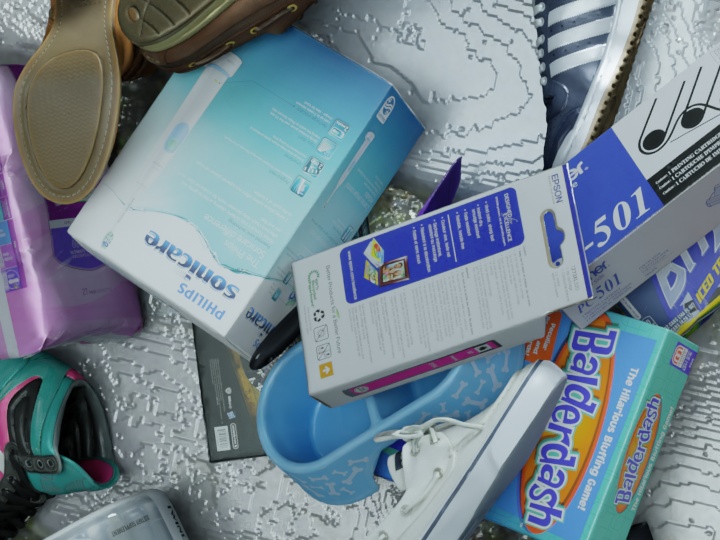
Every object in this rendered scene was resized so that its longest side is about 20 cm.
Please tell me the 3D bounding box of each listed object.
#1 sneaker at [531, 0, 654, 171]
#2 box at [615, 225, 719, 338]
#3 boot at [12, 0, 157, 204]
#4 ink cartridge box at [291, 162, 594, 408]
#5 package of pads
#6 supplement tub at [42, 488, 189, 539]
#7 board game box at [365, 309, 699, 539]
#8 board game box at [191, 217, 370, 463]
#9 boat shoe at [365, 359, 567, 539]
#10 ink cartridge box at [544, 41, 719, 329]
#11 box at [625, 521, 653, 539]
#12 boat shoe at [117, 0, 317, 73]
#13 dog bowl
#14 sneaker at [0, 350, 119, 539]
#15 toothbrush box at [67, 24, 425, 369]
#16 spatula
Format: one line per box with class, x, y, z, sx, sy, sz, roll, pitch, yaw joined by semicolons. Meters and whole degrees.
sneaker;0.129;-0.160;1.478;0.108;0.070;0.202;19;90;11
box;0.249;-0.036;1.449;0.200;0.064;0.070;-42;80;12
boot;-0.174;-0.141;1.521;0.073;0.155;0.202;3;88;12
ink cartridge box;0.053;0.011;1.399;0.199;0.037;0.095;-21;62;23
package of pads;-0.225;-0.041;1.555;0.075;0.120;0.202;-14;87;28
supplement tub;-0.147;0.263;1.538;0.122;0.122;0.201;-29;84;14
board game box;0.104;0.089;1.447;0.199;0.045;0.153;17;83;41
board game box;-0.052;0.026;1.555;0.134;0.028;0.202;-8;88;16
boat shoe;0.044;0.125;1.392;0.086;0.075;0.203;37;106;13
ink cartridge box;0.191;-0.060;1.405;0.200;0.044;0.094;-39;38;10
box;0.117;0.269;1.471;0.198;0.104;0.149;-20;85;15
boat shoe;-0.060;-0.194;1.453;0.199;0.068;0.072;-29;55;7
dog bowl;0.013;0.073;1.463;0.199;0.049;0.112;-33;54;25
sneaker;-0.234;0.152;1.585;0.120;0.083;0.202;12;93;25
toothbrush box;-0.076;-0.060;1.495;0.146;0.085;0.201;31;83;25
spatula;0.000;0.000;1.487;0.200;0.057;0.021;-39;70;-15
